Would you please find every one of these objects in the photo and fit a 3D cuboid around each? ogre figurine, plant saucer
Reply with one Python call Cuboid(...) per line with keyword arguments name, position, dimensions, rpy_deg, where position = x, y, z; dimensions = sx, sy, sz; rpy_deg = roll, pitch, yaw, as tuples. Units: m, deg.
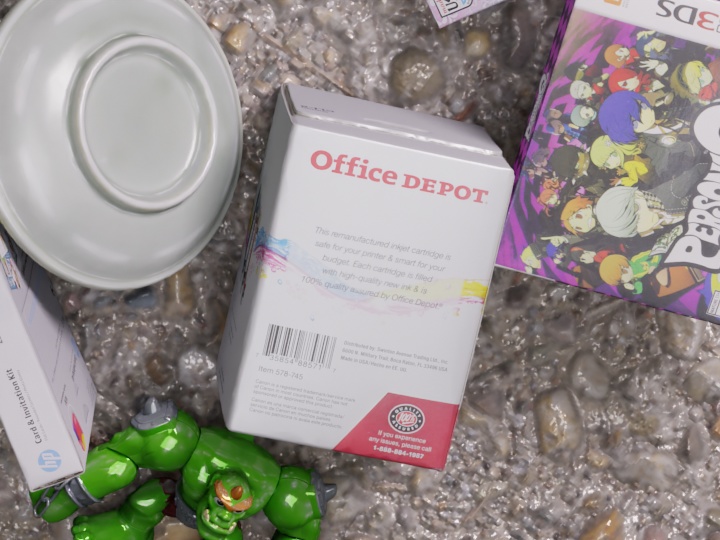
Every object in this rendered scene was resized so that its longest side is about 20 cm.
Cuboid(name="ogre figurine", position=(-0.106, 0.153, 1.766), dimensions=(0.199, 0.098, 0.120), rpy_deg=(35, 116, 2))
Cuboid(name="plant saucer", position=(-0.143, -0.089, 1.665), dimensions=(0.199, 0.050, 0.202), rpy_deg=(2, 86, -40))

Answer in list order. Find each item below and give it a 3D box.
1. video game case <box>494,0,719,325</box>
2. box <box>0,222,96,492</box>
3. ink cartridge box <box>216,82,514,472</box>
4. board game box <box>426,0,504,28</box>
Cuboid(name="video game case", position=(0.192, -0.076, 1.663), dimensions=(0.180, 0.036, 0.201), rpy_deg=(15, 108, -8))
Cuboid(name="box", position=(-0.220, 0.017, 1.682), dimensions=(0.041, 0.156, 0.201), rpy_deg=(-21, 106, 3))
Cuboid(name="ink cartridge box", position=(0.000, 0.000, 1.708), dimensions=(0.144, 0.145, 0.202), rpy_deg=(12, 103, -8))
Cuboid(name="board game box", position=(0.093, -0.276, 1.647), dimensions=(0.198, 0.043, 0.201), rpy_deg=(-20, 102, 31))
